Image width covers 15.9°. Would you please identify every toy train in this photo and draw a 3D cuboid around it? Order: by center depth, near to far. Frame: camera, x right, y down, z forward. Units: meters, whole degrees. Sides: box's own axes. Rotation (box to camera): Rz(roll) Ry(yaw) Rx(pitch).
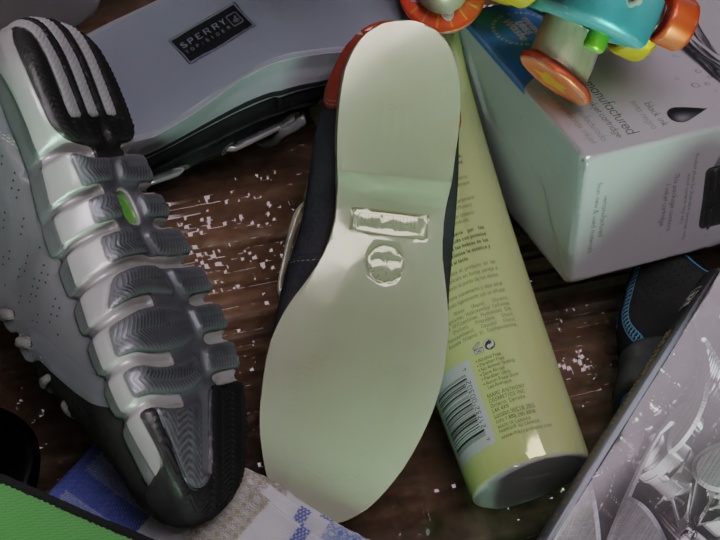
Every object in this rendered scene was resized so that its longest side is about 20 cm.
[{"bbox_3d":[0.032,-0.120,1.014,0.199,0.150,0.056,26,94,29],"label":"toy train"}]

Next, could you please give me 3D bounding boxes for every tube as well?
[{"bbox_3d":[0.040,-0.003,1.060,0.058,0.052,0.201,-13,67,-18],"label":"tube"}]

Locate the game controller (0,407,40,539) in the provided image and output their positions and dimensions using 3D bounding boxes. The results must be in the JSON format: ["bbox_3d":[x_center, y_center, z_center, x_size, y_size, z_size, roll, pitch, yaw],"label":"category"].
[{"bbox_3d":[-0.185,0.131,0.918,0.104,0.042,0.201,2,55,26],"label":"game controller"}]

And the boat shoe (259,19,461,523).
[{"bbox_3d":[0.000,0.000,1.023,0.071,0.063,0.202,9,88,-10],"label":"boat shoe"}]

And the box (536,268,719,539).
[{"bbox_3d":[0.175,0.119,0.994,0.199,0.048,0.159,34,82,0],"label":"box"}]

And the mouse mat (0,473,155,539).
[{"bbox_3d":[-0.184,0.128,0.898,0.199,0.008,0.161,20,61,22],"label":"mouse mat"}]

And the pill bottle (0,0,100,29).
[{"bbox_3d":[-0.126,-0.203,1.091,0.110,0.111,0.201,16,59,-6],"label":"pill bottle"}]

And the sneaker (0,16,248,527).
[{"bbox_3d":[-0.121,0.016,0.970,0.075,0.115,0.201,3,63,-60],"label":"sneaker"}]

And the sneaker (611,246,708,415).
[{"bbox_3d":[0.203,0.035,1.073,0.198,0.073,0.082,10,58,-11],"label":"sneaker"}]

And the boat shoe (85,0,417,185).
[{"bbox_3d":[-0.051,-0.082,1.070,0.199,0.068,0.074,-35,75,-34],"label":"boat shoe"}]

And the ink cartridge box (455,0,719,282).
[{"bbox_3d":[0.151,-0.074,1.099,0.199,0.068,0.116,-14,42,-22],"label":"ink cartridge box"}]

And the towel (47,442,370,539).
[{"bbox_3d":[-0.052,0.143,0.917,0.199,0.024,0.147,29,63,28],"label":"towel"}]
